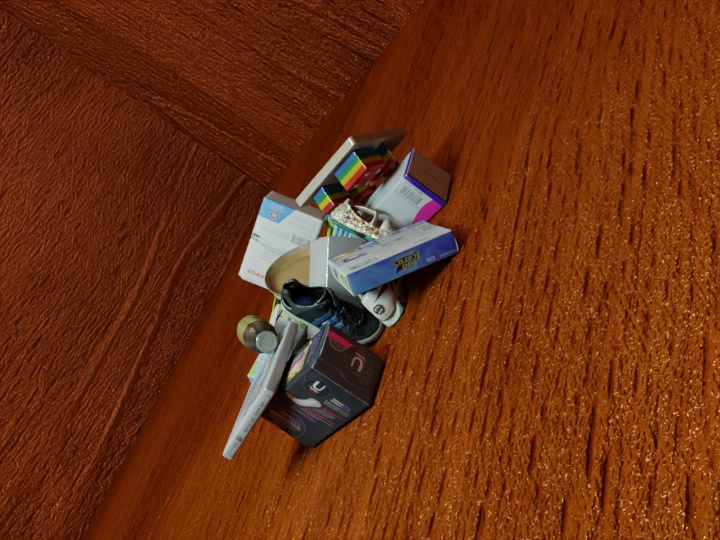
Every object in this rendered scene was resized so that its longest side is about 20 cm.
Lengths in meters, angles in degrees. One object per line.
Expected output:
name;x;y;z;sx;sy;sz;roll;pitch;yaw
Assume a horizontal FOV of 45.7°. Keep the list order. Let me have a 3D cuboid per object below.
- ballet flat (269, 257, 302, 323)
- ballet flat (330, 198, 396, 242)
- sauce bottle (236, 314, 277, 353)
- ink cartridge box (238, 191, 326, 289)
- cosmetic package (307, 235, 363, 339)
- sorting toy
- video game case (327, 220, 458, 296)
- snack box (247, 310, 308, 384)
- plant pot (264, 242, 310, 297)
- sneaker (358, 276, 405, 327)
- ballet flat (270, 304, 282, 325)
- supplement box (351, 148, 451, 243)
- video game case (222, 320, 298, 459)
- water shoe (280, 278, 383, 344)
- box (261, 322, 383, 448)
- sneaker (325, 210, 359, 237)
ballet flat;-0.170;0.071;1.933;0.067;0.066;0.202;-20;-51;-57
ballet flat;0.026;-0.081;1.667;0.064;0.199;0.076;-57;-25;-2
sauce bottle;-0.192;0.123;1.615;0.065;0.064;0.200;-58;16;-6
ink cartridge box;-0.178;-0.060;1.978;0.086;0.145;0.202;-68;0;-71
cosmetic package;-0.050;0.037;1.670;0.113;0.080;0.202;175;99;-68
sorting toy;-0.002;-0.194;1.755;0.200;0.070;0.198;-45;-14;36
video game case;0.053;-0.025;1.516;0.198;0.046;0.181;-22;13;-8
snack box;-0.146;0.174;1.760;0.201;0.067;0.169;-62;-17;-23
plant pot;-0.109;0.004;1.841;0.198;0.028;0.201;-12;32;7
sneaker;0.033;0.024;1.594;0.074;0.088;0.200;-54;13;16
ballet flat;-0.146;0.075;1.868;0.201;0.072;0.072;-59;14;9
supplement box;0.082;-0.132;1.736;0.200;0.101;0.104;-45;18;38
video game case;-0.176;0.210;1.523;0.183;0.024;0.201;-57;10;31
water shoe;-0.055;0.076;1.552;0.079;0.198;0.072;90;-161;-56
box;-0.069;0.201;1.472;0.200;0.122;0.107;-43;18;44
sneaker;-0.003;-0.122;1.935;0.201;0.130;0.079;-60;13;-15
